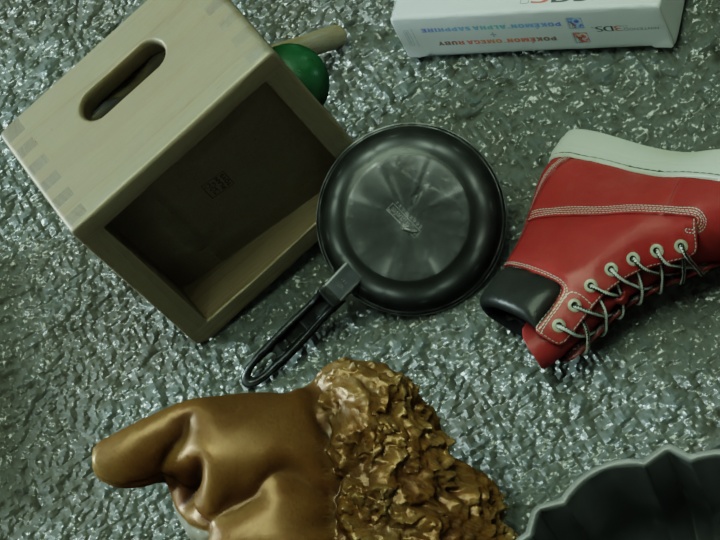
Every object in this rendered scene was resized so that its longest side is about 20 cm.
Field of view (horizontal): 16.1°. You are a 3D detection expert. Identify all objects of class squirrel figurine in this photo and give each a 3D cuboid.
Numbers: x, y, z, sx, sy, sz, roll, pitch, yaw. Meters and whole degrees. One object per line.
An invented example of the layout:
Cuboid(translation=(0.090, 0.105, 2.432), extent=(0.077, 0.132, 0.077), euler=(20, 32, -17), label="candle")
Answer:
Cuboid(translation=(-0.018, 0.156, 1.367), extent=(0.199, 0.142, 0.187), euler=(-27, 56, 8), label="squirrel figurine")

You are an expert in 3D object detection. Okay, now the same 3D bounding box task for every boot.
Cuboid(translation=(0.167, 0.003, 1.432), extent=(0.199, 0.072, 0.145), euler=(11, 62, 39), label="boot")

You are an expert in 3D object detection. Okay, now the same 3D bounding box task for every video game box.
Cuboid(translation=(0.127, -0.229, 1.629), extent=(0.181, 0.047, 0.201), euler=(1, 57, 22), label="video game box")

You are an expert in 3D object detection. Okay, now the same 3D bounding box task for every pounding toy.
Cuboid(translation=(-0.088, -0.089, 1.555), extent=(0.200, 0.184, 0.142), euler=(-42, 53, 2), label="pounding toy")

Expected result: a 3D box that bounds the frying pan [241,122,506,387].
Cuboid(translation=(-0.005, -0.017, 1.514), extent=(0.189, 0.031, 0.115), euler=(-22, 87, 6), label="frying pan")

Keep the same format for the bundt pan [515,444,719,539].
Cuboid(translation=(0.163, 0.194, 1.291), extent=(0.201, 0.076, 0.203), euler=(-12, 52, 16), label="bundt pan")
